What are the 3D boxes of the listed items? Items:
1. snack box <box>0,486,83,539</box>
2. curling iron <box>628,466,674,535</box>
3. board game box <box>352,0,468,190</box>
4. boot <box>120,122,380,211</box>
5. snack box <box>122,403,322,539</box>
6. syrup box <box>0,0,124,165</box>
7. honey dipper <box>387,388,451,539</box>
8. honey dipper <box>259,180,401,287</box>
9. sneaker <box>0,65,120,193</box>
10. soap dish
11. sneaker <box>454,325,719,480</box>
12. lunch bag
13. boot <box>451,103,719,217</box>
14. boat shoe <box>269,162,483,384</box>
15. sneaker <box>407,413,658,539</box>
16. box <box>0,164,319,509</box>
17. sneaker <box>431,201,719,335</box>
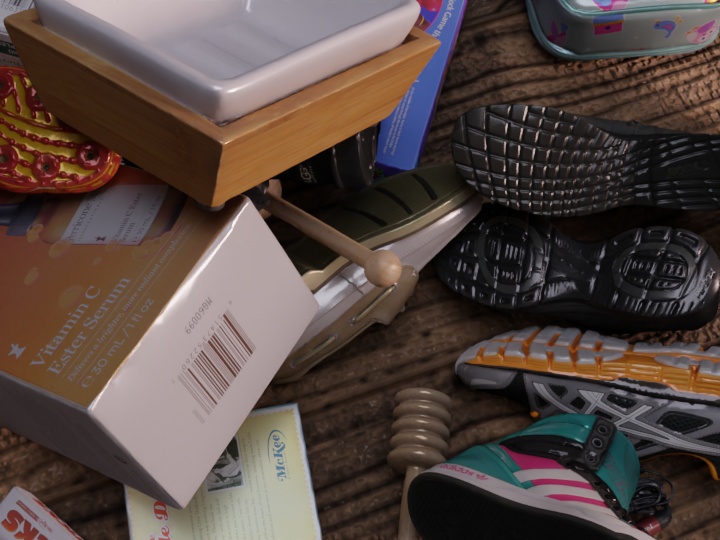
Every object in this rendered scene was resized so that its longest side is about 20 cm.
[{"bbox_3d":[-0.153,0.211,0.748,0.200,0.024,0.072,33,80,25],"label":"snack box"},{"bbox_3d":[0.112,0.186,0.809,0.200,0.026,0.050,-33,50,-12],"label":"curling iron"},{"bbox_3d":[-0.002,-0.161,0.953,0.134,0.045,0.201,16,65,4],"label":"board game box"},{"bbox_3d":[-0.065,-0.122,0.867,0.162,0.074,0.199,0,48,12],"label":"boot"},{"bbox_3d":[-0.077,0.187,0.786,0.116,0.037,0.201,-9,66,-6],"label":"snack box"},{"bbox_3d":[-0.192,-0.125,0.838,0.078,0.200,0.082,16,64,4],"label":"syrup box"},{"bbox_3d":[0.029,0.171,0.791,0.038,0.038,0.201,8,63,0],"label":"honey dipper"},{"bbox_3d":[-0.036,-0.032,0.836,0.038,0.038,0.200,-39,38,-19],"label":"honey dipper"},{"bbox_3d":[-0.229,-0.083,0.788,0.199,0.077,0.073,11,83,19],"label":"sneaker"},{"bbox_3d":[-0.073,-0.119,0.733,0.157,0.081,0.200,30,37,24],"label":"soap dish"},{"bbox_3d":[0.156,0.084,0.830,0.199,0.078,0.078,8,106,19],"label":"sneaker"},{"bbox_3d":[0.190,-0.259,0.994,0.160,0.077,0.201,-8,65,-6],"label":"lunch bag"},{"bbox_3d":[0.148,-0.074,0.883,0.199,0.131,0.068,6,98,-8],"label":"boot"},{"bbox_3d":[0.000,0.000,0.862,0.200,0.069,0.075,-31,30,-10],"label":"boat shoe"},{"bbox_3d":[0.139,0.144,0.742,0.199,0.084,0.121,21,32,37],"label":"sneaker"},{"bbox_3d":[-0.155,0.026,0.776,0.199,0.106,0.153,15,60,36],"label":"box"},{"bbox_3d":[0.142,0.010,0.868,0.199,0.091,0.076,13,74,27],"label":"sneaker"}]
